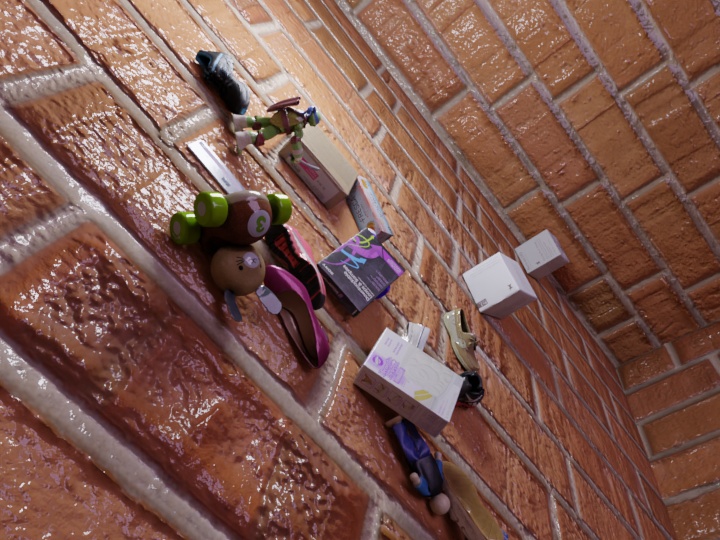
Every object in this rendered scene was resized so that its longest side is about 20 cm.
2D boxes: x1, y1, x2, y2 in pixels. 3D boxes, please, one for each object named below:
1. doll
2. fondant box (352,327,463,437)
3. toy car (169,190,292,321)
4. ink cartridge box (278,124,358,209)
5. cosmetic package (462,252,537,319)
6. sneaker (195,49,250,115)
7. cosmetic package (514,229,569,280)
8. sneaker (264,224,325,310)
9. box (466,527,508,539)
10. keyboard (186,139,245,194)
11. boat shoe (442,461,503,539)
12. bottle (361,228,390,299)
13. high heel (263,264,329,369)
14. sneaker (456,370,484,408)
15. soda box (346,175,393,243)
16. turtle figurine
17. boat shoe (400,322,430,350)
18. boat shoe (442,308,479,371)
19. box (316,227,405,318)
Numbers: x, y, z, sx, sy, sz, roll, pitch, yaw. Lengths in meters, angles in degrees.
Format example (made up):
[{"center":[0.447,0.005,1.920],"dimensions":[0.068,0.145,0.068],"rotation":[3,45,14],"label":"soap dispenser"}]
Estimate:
[{"center":[0.123,0.381,1.086],"dimensions":[0.136,0.048,0.201],"rotation":[3,56,-58],"label":"doll"},{"center":[0.102,0.226,1.126],"dimensions":[0.199,0.058,0.144],"rotation":[32,33,5],"label":"fondant box"},{"center":[-0.195,-0.018,0.912],"dimensions":[0.164,0.157,0.201],"rotation":[-7,77,-49],"label":"toy car"},{"center":[-0.105,-0.281,1.447],"dimensions":[0.200,0.075,0.165],"rotation":[49,28,-15],"label":"ink cartridge box"},{"center":[0.512,0.060,2.012],"dimensions":[0.200,0.165,0.166],"rotation":[20,42,-53],"label":"cosmetic package"},{"center":[-0.322,-0.433,1.274],"dimensions":[0.082,0.073,0.200],"rotation":[-1,51,-47],"label":"sneaker"},{"center":[0.976,-0.081,2.949],"dimensions":[0.166,0.200,0.168],"rotation":[21,41,-51],"label":"cosmetic package"},{"center":[-0.113,-0.015,1.117],"dimensions":[0.201,0.074,0.087],"rotation":[62,25,13],"label":"sneaker"},{"center":[0.257,0.587,1.091],"dimensions":[0.121,0.032,0.200],"rotation":[47,25,-16],"label":"box"},{"center":[-0.272,-0.181,1.117],"dimensions":[0.200,0.011,0.056],"rotation":[50,31,-11],"label":"keyboard"},{"center":[0.203,0.476,1.097],"dimensions":[0.071,0.070,0.200],"rotation":[12,26,-29],"label":"boat shoe"},{"center":[0.026,-0.023,1.377],"dimensions":[0.083,0.065,0.201],"rotation":[32,34,-31],"label":"bottle"},{"center":[-0.117,0.082,0.994],"dimensions":[0.200,0.067,0.096],"rotation":[52,15,-14],"label":"high heel"},{"center":[0.281,0.303,1.399],"dimensions":[0.200,0.098,0.071],"rotation":[21,40,-52],"label":"sneaker"},{"center":[0.017,-0.169,1.540],"dimensions":[0.068,0.063,0.201],"rotation":[13,49,-55],"label":"soda box"},{"center":[-0.187,-0.301,1.256],"dimensions":[0.200,0.193,0.145],"rotation":[151,-70,-79],"label":"turtle figurine"},{"center":[0.108,0.186,1.284],"dimensions":[0.070,0.071,0.200],"rotation":[24,36,6],"label":"boat shoe"},{"center":[0.303,0.201,1.593],"dimensions":[0.074,0.066,0.201],"rotation":[18,44,-52],"label":"boat shoe"},{"center":[0.000,0.000,1.249],"dimensions":[0.143,0.036,0.200],"rotation":[47,47,3],"label":"box"}]
